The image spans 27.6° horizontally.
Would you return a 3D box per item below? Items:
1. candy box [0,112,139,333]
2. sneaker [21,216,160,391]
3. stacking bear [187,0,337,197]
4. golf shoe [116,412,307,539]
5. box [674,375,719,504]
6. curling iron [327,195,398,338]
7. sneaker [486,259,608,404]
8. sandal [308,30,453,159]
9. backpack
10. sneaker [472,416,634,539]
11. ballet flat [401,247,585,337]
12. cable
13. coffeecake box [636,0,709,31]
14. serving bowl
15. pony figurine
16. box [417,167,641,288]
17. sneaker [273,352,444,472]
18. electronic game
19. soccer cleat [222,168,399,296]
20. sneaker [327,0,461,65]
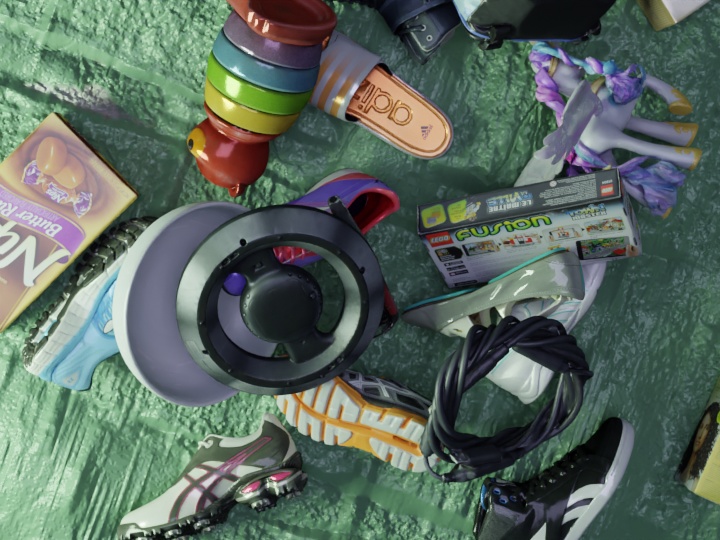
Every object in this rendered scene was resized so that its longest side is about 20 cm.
[{"bbox_3d":[-0.328,-0.045,1.445,0.117,0.056,0.200,45,90,-7],"label":"candy box"},{"bbox_3d":[-0.246,0.034,1.459,0.090,0.078,0.200,40,88,-28],"label":"sneaker"},{"bbox_3d":[-0.106,-0.171,1.413,0.113,0.122,0.201,1,124,-37],"label":"stacking bear"},{"bbox_3d":[-0.155,0.216,1.477,0.199,0.077,0.088,-21,75,-6],"label":"golf shoe"},{"bbox_3d":[0.393,0.140,1.510,0.050,0.075,0.201,24,90,-6],"label":"box"},{"bbox_3d":[0.000,0.000,1.428,0.049,0.026,0.201,-35,140,-15],"label":"curling iron"},{"bbox_3d":[0.187,0.032,1.488,0.080,0.070,0.201,28,91,-3],"label":"sneaker"},{"bbox_3d":[0.007,-0.181,1.464,0.206,0.059,0.079,28,90,-6],"label":"sandal"},{"bbox_3d":[0.158,-0.332,1.396,0.182,0.147,0.201,-11,66,-41],"label":"backpack"},{"bbox_3d":[0.187,0.219,1.496,0.112,0.073,0.201,31,92,-7],"label":"sneaker"},{"bbox_3d":[0.129,0.037,1.446,0.199,0.067,0.064,-22,80,28],"label":"ballet flat"},{"bbox_3d":[0.143,0.115,1.420,0.199,0.051,0.164,-14,118,-30],"label":"cable"},{"bbox_3d":[0.347,-0.363,1.476,0.200,0.073,0.154,-34,95,-2],"label":"coffeecake box"},{"bbox_3d":[-0.164,0.028,1.428,0.199,0.066,0.201,-12,107,-42],"label":"serving bowl"},{"bbox_3d":[0.233,-0.135,1.457,0.199,0.167,0.194,26,59,-3],"label":"pony figurine"},{"bbox_3d":[0.166,-0.039,1.431,0.199,0.110,0.035,-10,56,17],"label":"box"},{"bbox_3d":[-0.001,0.135,1.479,0.199,0.077,0.079,26,122,11],"label":"sneaker"},{"bbox_3d":[-0.075,0.030,1.384,0.199,0.042,0.201,-5,118,-10],"label":"electronic game"},{"bbox_3d":[-0.051,-0.036,1.423,0.200,0.073,0.069,-33,123,-29],"label":"soccer cleat"},{"bbox_3d":[0.008,-0.262,1.451,0.201,0.077,0.147,-21,92,-5],"label":"sneaker"}]
